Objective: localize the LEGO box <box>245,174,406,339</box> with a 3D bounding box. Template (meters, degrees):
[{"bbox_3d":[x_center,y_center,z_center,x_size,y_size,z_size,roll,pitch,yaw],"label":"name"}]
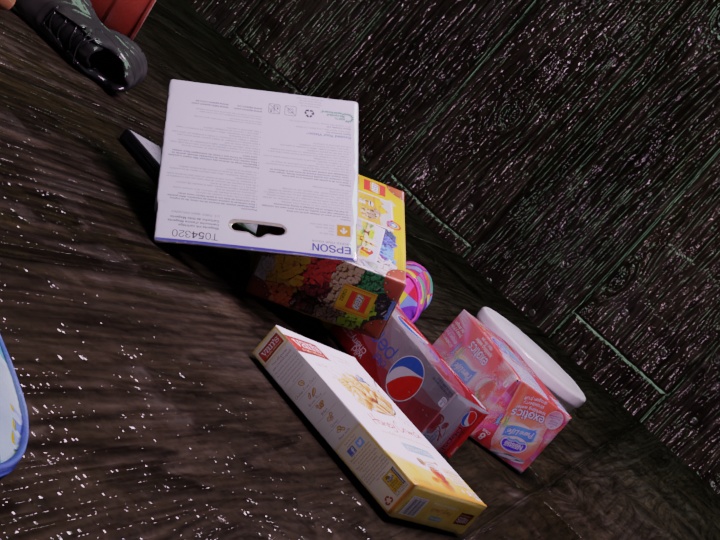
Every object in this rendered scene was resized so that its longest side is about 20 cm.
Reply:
[{"bbox_3d":[-0.033,-0.033,1.296,0.148,0.077,0.200,20,30,-11],"label":"LEGO box"}]

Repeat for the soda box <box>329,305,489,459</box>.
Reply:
[{"bbox_3d":[0.048,0.105,1.288,0.063,0.070,0.200,33,12,-42],"label":"soda box"}]

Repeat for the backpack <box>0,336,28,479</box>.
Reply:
[{"bbox_3d":[-0.198,0.009,0.374,0.200,0.147,0.183,38,10,-40],"label":"backpack"}]

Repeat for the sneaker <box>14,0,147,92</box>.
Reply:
[{"bbox_3d":[-0.359,-0.302,1.551,0.200,0.076,0.091,36,18,-16],"label":"sneaker"}]

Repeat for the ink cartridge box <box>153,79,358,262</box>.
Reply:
[{"bbox_3d":[-0.101,-0.092,1.201,0.195,0.043,0.201,6,58,-9],"label":"ink cartridge box"}]

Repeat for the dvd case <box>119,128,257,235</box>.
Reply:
[{"bbox_3d":[-0.180,-0.086,1.419,0.143,0.018,0.200,46,9,33],"label":"dvd case"}]

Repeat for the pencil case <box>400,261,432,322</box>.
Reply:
[{"bbox_3d":[0.053,0.034,1.672,0.088,0.088,0.200,42,10,4],"label":"pencil case"}]

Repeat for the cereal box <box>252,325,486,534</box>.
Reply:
[{"bbox_3d":[0.008,0.136,1.044,0.200,0.040,0.144,47,9,32],"label":"cereal box"}]

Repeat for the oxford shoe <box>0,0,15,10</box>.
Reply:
[{"bbox_3d":[-0.450,-0.370,1.506,0.071,0.071,0.200,43,17,-31],"label":"oxford shoe"}]

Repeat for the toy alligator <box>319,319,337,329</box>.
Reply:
[{"bbox_3d":[-0.028,0.033,1.369,0.200,0.054,0.059,35,11,-40],"label":"toy alligator"}]

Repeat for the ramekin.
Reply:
[{"bbox_3d":[0.226,0.153,1.792,0.202,0.094,0.202,41,8,-7],"label":"ramekin"}]

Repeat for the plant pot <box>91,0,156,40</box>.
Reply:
[{"bbox_3d":[-0.392,-0.447,1.792,0.195,0.201,0.201,30,11,-17],"label":"plant pot"}]

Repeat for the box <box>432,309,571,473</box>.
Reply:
[{"bbox_3d":[0.164,0.147,1.525,0.102,0.095,0.200,37,9,-27],"label":"box"}]
